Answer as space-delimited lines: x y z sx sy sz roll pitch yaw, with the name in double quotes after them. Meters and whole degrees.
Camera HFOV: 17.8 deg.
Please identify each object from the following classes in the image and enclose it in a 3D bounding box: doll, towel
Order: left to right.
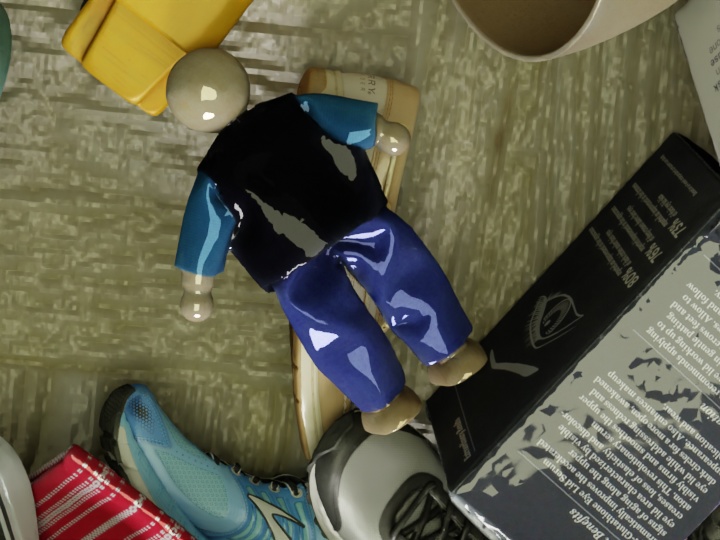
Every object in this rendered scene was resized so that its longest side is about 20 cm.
-0.096 0.172 1.163 0.200 0.145 0.023 41 57 -10 "towel"
-0.027 -0.017 1.085 0.136 0.048 0.200 -35 104 -3 "doll"

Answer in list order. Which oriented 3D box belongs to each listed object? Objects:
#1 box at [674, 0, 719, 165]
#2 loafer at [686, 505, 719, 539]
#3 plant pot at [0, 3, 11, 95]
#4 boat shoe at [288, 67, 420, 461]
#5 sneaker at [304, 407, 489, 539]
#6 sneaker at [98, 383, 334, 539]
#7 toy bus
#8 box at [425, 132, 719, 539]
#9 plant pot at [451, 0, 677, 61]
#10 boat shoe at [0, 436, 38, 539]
0.252 -0.087 1.009 0.105 0.201 0.184 14 137 -29 "box"
0.245 0.122 1.193 0.199 0.071 0.073 -16 104 1 "loafer"
-0.248 -0.105 1.066 0.134 0.200 0.201 31 102 -37 "plant pot"
0.000 0.000 1.150 0.069 0.074 0.201 1 107 -5 "boat shoe"
0.049 0.143 1.163 0.074 0.079 0.200 -50 117 -19 "sneaker"
-0.055 0.124 1.188 0.090 0.078 0.200 -45 110 -5 "sneaker"
-0.063 -0.167 1.103 0.065 0.078 0.200 37 99 -10 "toy bus"
0.137 0.049 1.132 0.104 0.148 0.200 40 100 -12 "box"
0.121 -0.206 1.061 0.134 0.200 0.201 -13 105 -24 "plant pot"
-0.194 0.169 1.156 0.071 0.072 0.201 -39 133 -36 "boat shoe"
